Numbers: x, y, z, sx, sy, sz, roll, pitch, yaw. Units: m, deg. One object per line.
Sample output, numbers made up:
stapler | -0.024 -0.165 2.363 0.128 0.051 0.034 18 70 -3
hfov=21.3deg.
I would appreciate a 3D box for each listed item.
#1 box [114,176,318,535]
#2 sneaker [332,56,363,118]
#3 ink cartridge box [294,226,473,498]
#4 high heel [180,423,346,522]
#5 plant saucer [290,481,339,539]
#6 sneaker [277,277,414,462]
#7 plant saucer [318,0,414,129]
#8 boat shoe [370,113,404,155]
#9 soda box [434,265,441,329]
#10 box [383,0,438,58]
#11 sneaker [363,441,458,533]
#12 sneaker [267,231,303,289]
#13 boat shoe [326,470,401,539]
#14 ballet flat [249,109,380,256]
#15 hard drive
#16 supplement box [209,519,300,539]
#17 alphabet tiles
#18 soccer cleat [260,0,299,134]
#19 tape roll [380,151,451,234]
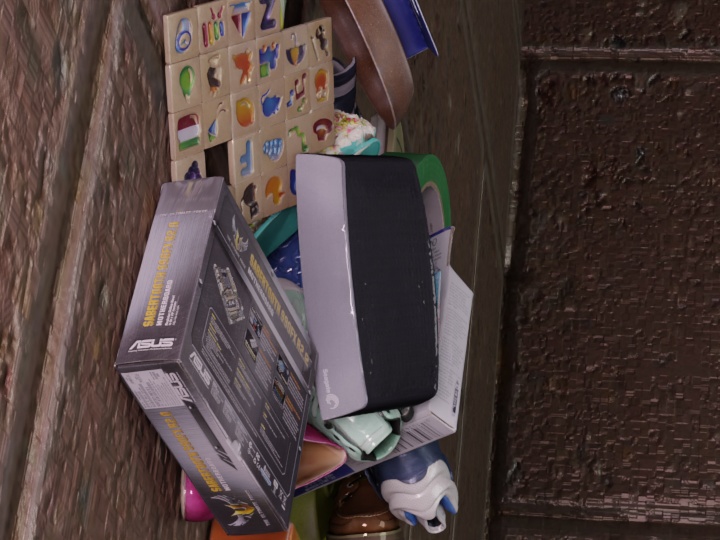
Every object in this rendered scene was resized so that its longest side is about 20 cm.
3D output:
box | -0.093 0.061 1.306 0.201 0.048 0.159 63 27 -45
sneaker | -0.025 -0.144 1.721 0.200 0.070 0.109 -38 131 -74
ink cartridge box | 0.011 0.081 1.664 0.041 0.199 0.201 36 45 -31
high heel | -0.072 0.149 1.415 0.200 0.095 0.068 -5 100 -81
plant saucer | -0.042 0.185 1.807 0.200 0.031 0.202 1 90 -80
sneaker | -0.026 0.081 1.488 0.074 0.118 0.200 -48 148 -4
plant saucer | -0.002 -0.220 1.664 0.201 0.034 0.200 63 -5 9
boat shoe | 0.004 -0.064 1.914 0.075 0.068 0.202 53 41 -69
soda box | 0.000 0.000 1.635 0.200 0.063 0.069 -139 -134 -58
box | 0.011 -0.264 1.702 0.122 0.032 0.200 66 -4 -28
sneaker | 0.037 0.174 1.772 0.200 0.080 0.147 136 -66 -86
sneaker | -0.055 -0.032 1.592 0.078 0.070 0.202 61 40 -74
boat shoe | 0.003 0.217 1.810 0.200 0.071 0.069 -69 157 -89
ballet flat | -0.061 -0.065 1.500 0.200 0.064 0.076 -41 160 -41
hard drive | 0.009 0.009 1.465 0.135 0.042 0.202 -3 87 -54
supplement box | -0.073 0.263 1.530 0.200 0.066 0.069 72 22 -62
alphabet tiles | -0.076 -0.118 1.384 0.200 0.008 0.168 -27 120 -54
soccer cleat | -0.086 -0.169 1.421 0.084 0.064 0.202 -25 119 -58
tape roll | 0.041 -0.012 1.830 0.200 0.048 0.202 4 90 -75
